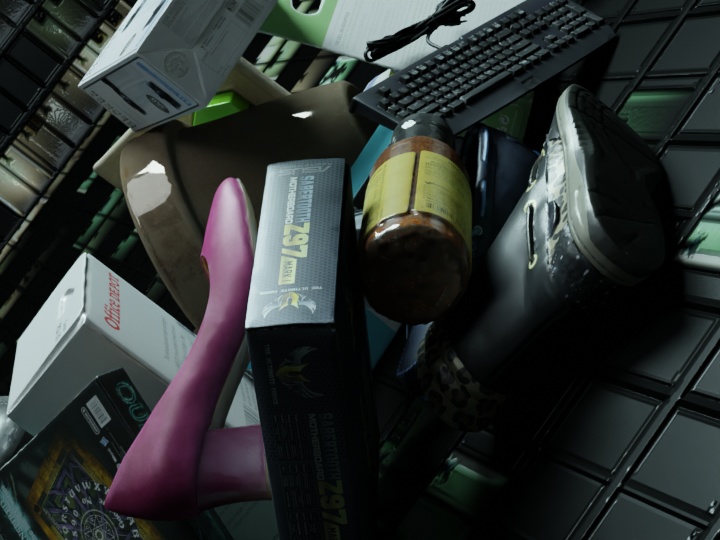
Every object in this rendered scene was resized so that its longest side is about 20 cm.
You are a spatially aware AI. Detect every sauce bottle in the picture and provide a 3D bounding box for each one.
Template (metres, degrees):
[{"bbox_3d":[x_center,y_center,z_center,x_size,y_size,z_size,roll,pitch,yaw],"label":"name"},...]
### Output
[{"bbox_3d":[0.035,-0.038,1.067,0.066,0.066,0.200,-45,13,22],"label":"sauce bottle"}]

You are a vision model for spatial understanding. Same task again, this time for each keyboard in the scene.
[{"bbox_3d":[0.069,-0.147,1.249,0.127,0.021,0.200,27,44,35],"label":"keyboard"}]

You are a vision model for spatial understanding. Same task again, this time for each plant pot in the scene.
[{"bbox_3d":[-0.057,-0.053,1.393,0.174,0.201,0.200,-30,22,13],"label":"plant pot"}]

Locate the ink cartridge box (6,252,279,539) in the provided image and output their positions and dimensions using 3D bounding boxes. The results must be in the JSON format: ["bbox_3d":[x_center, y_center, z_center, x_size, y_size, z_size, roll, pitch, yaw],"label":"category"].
[{"bbox_3d":[-0.124,0.094,1.194,0.083,0.200,0.147,-49,16,8],"label":"ink cartridge box"}]

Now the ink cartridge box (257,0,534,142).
[{"bbox_3d":[0.030,-0.165,1.332,0.146,0.199,0.048,-75,-3,-52],"label":"ink cartridge box"}]

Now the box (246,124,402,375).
[{"bbox_3d":[0.000,0.000,1.269,0.201,0.082,0.049,-57,18,-14],"label":"box"}]

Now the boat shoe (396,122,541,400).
[{"bbox_3d":[0.055,-0.008,1.156,0.084,0.069,0.201,-36,23,43],"label":"boat shoe"}]

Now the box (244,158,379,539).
[{"bbox_3d":[-0.022,0.064,1.012,0.051,0.201,0.158,-4,33,5],"label":"box"}]

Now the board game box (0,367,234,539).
[{"bbox_3d":[-0.129,0.175,1.072,0.135,0.201,0.028,-41,-13,33],"label":"board game box"}]

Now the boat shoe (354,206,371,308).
[{"bbox_3d":[-0.012,-0.014,1.177,0.200,0.071,0.073,0,-75,-59],"label":"boat shoe"}]

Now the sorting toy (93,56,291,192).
[{"bbox_3d":[-0.098,-0.075,1.510,0.200,0.185,0.037,-38,25,40],"label":"sorting toy"}]

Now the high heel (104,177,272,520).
[{"bbox_3d":[-0.098,0.042,1.041,0.067,0.095,0.201,80,-175,-70],"label":"high heel"}]

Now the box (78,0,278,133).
[{"bbox_3d":[-0.128,-0.167,1.318,0.117,0.060,0.200,-57,15,-11],"label":"box"}]

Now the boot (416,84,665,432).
[{"bbox_3d":[0.097,-0.011,1.048,0.154,0.073,0.204,-48,15,24],"label":"boot"}]

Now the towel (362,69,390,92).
[{"bbox_3d":[0.038,-0.141,1.567,0.200,0.024,0.147,-26,29,53],"label":"towel"}]

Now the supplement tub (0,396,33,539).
[{"bbox_3d":[-0.228,0.173,1.316,0.123,0.200,0.123,-46,17,18],"label":"supplement tub"}]
